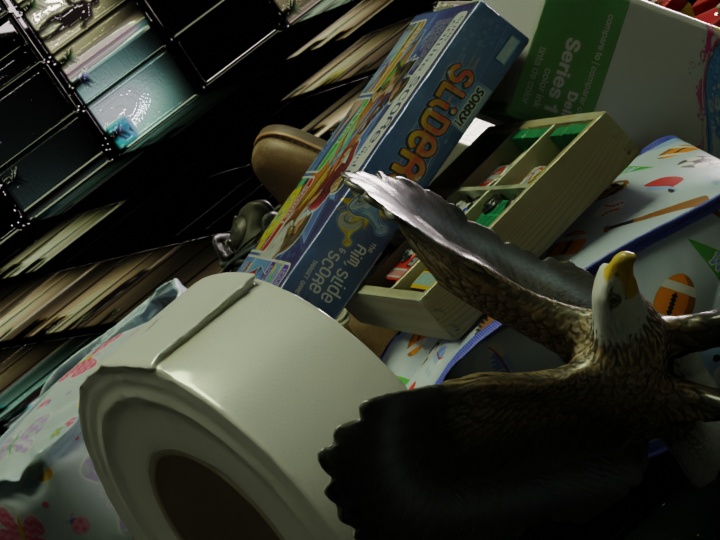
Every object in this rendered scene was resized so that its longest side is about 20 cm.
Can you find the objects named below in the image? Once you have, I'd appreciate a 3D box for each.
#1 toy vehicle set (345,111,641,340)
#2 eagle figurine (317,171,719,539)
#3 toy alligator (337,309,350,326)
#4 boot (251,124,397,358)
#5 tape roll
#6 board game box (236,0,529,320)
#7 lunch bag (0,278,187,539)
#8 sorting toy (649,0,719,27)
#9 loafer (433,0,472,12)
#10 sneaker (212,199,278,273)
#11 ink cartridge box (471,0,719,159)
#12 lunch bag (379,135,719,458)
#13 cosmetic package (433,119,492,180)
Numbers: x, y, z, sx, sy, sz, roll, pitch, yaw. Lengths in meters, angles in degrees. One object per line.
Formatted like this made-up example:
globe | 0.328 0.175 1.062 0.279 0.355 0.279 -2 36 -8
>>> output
toy vehicle set | 0.056 -0.023 1.205 0.124 0.027 0.200 -45 10 -9
eagle figurine | 0.085 0.036 1.022 0.199 0.152 0.152 1 22 2
toy alligator | 0.005 0.087 1.327 0.059 0.054 0.200 -8 32 -13
boot | 0.000 0.000 1.422 0.075 0.200 0.074 -43 -4 -25
tape roll | -0.035 0.101 1.106 0.071 0.203 0.202 -40 13 -27
board game box | 0.001 -0.047 1.281 0.200 0.034 0.135 -55 12 -5
lunch bag | -0.100 0.121 1.279 0.127 0.170 0.200 -28 16 40
sorting toy | 0.226 -0.143 1.677 0.200 0.070 0.199 -23 17 42
loafer | 0.042 -0.083 1.542 0.201 0.069 0.075 -65 -15 -13
sneaker | -0.079 0.028 1.727 0.076 0.114 0.200 -19 25 50
ink cartridge box | 0.161 -0.094 1.341 0.145 0.199 0.084 -155 84 -76
lunch bag | 0.106 0.034 1.183 0.199 0.124 0.170 -25 10 -4
cosmetic package | 0.117 -0.064 1.494 0.200 0.103 0.073 -40 -33 -60
